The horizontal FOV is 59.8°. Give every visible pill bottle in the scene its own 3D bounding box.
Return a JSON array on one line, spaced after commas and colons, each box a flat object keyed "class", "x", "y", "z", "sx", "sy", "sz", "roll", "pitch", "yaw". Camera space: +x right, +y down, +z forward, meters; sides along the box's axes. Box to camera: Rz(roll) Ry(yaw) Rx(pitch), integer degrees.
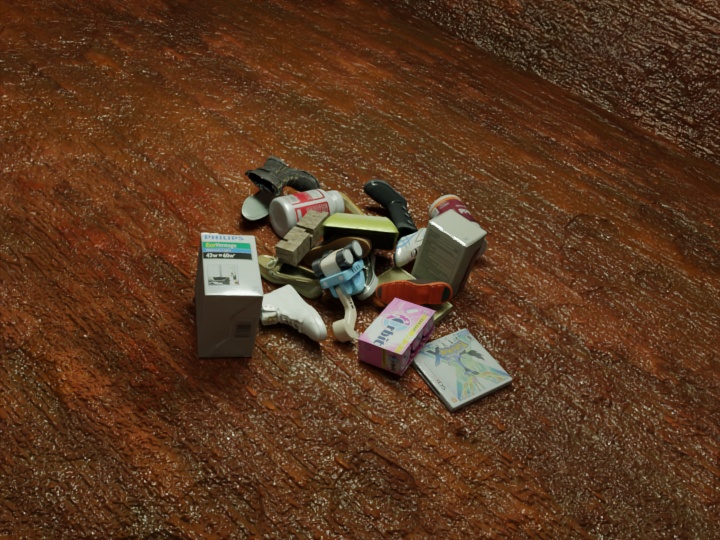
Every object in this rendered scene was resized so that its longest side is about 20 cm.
[{"class": "pill bottle", "x": -0.149, "y": -0.168, "z": 1.777, "sx": 0.199, "sy": 0.113, "sz": 0.112, "roll": -17, "pitch": 49, "yaw": -34}, {"class": "pill bottle", "x": 0.292, "y": -0.125, "z": 1.873, "sx": 0.113, "sy": 0.115, "sz": 0.201, "roll": -4, "pitch": 43, "yaw": -22}]

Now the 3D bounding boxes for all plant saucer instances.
[{"class": "plant saucer", "x": -0.001, "y": -0.107, "z": 1.681, "sx": 0.198, "sy": 0.200, "sz": 0.048, "roll": 6, "pitch": 79, "yaw": -1}]

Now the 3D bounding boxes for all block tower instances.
[{"class": "block tower", "x": -0.151, "y": -0.088, "z": 1.639, "sx": 0.057, "sy": 0.054, "sz": 0.200, "roll": 18, "pitch": 40, "yaw": 18}]

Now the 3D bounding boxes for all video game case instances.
[{"class": "video game case", "x": 0.236, "y": 0.233, "z": 1.506, "sx": 0.199, "sy": 0.022, "sz": 0.182, "roll": -16, "pitch": 49, "yaw": -33}]

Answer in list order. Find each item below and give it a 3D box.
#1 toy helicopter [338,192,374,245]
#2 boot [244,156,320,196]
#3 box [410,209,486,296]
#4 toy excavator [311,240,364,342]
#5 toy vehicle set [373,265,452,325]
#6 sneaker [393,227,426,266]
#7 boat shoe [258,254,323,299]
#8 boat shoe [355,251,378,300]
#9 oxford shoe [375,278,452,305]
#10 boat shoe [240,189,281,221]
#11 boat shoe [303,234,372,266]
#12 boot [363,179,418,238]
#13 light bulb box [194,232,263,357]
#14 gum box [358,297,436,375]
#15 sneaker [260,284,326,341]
[{"class": "toy helicopter", "x": 0.009, "y": -0.158, "z": 1.836, "sx": 0.200, "sy": 0.079, "sz": 0.132, "roll": 44, "pitch": 19, "yaw": 8}, {"class": "boot", "x": -0.221, "y": -0.248, "z": 1.792, "sx": 0.199, "sy": 0.070, "sz": 0.174, "roll": 26, "pitch": 27, "yaw": -4}, {"class": "box", "x": 0.233, "y": -0.039, "z": 1.684, "sx": 0.128, "sy": 0.201, "sz": 0.109, "roll": 37, "pitch": 43, "yaw": 24}, {"class": "toy excavator", "x": -0.036, "y": 0.051, "z": 1.539, "sx": 0.201, "sy": 0.099, "sz": 0.194, "roll": 64, "pitch": 28, "yaw": -9}, {"class": "toy vehicle set", "x": 0.130, "y": 0.071, "z": 1.657, "sx": 0.200, "sy": 0.027, "sz": 0.124, "roll": 37, "pitch": 44, "yaw": 24}, {"class": "sneaker", "x": 0.158, "y": -0.067, "z": 1.751, "sx": 0.072, "sy": 0.072, "sz": 0.200, "roll": 12, "pitch": 31, "yaw": 35}, {"class": "boat shoe", "x": -0.183, "y": 0.003, "z": 1.603, "sx": 0.200, "sy": 0.063, "sz": 0.073, "roll": 28, "pitch": 41, "yaw": 14}, {"class": "boat shoe", "x": 0.000, "y": 0.000, "z": 1.651, "sx": 0.064, "sy": 0.070, "sz": 0.201, "roll": 48, "pitch": 21, "yaw": -27}, {"class": "oxford shoe", "x": 0.132, "y": 0.055, "z": 1.619, "sx": 0.198, "sy": 0.072, "sz": 0.073, "roll": 3, "pitch": 12, "yaw": -11}, {"class": "boat shoe", "x": -0.287, "y": -0.188, "z": 1.798, "sx": 0.076, "sy": 0.060, "sz": 0.200, "roll": 45, "pitch": 39, "yaw": -4}, {"class": "boat shoe", "x": -0.056, "y": -0.062, "z": 1.656, "sx": 0.199, "sy": 0.071, "sz": 0.070, "roll": -7, "pitch": 25, "yaw": 27}, {"class": "boot", "x": 0.095, "y": -0.172, "z": 1.873, "sx": 0.164, "sy": 0.066, "sz": 0.201, "roll": 22, "pitch": 36, "yaw": -30}, {"class": "light bulb box", "x": -0.299, "y": 0.055, "z": 1.397, "sx": 0.124, "sy": 0.199, "sz": 0.201, "roll": 2, "pitch": 42, "yaw": -19}, {"class": "gum box", "x": 0.092, "y": 0.151, "z": 1.500, "sx": 0.113, "sy": 0.067, "sz": 0.200, "roll": 17, "pitch": 37, "yaw": 25}, {"class": "sneaker", "x": -0.172, "y": 0.116, "z": 1.475, "sx": 0.115, "sy": 0.074, "sz": 0.200, "roll": -18, "pitch": 40, "yaw": -32}]
